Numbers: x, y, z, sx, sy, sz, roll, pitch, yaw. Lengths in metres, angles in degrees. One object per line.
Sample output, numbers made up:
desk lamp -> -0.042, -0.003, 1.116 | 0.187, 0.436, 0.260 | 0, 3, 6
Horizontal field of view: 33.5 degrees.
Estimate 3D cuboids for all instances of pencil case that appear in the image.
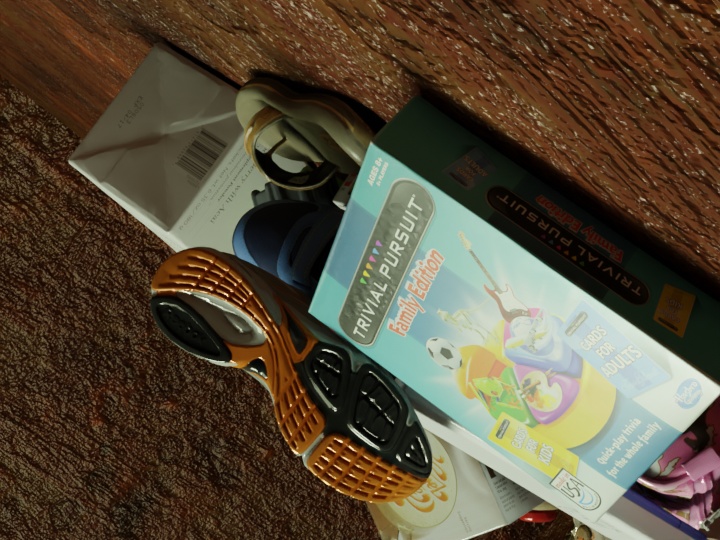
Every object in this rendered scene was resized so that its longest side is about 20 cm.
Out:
pencil case -> 0.198, 0.112, 0.760 | 0.086, 0.083, 0.200 | 20, 167, 22

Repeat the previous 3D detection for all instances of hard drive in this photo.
hard drive -> 0.110, 0.123, 0.767 | 0.199, 0.025, 0.132 | 31, 171, 1

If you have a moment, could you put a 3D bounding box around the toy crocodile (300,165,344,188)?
toy crocodile -> 0.000, -0.028, 0.970 | 0.067, 0.062, 0.200 | 31, 168, 32

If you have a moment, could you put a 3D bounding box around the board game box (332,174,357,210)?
board game box -> 0.082, 0.004, 0.822 | 0.200, 0.035, 0.126 | 39, 174, -21

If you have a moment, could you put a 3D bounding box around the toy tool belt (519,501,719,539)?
toy tool belt -> 0.210, 0.215, 0.936 | 0.198, 0.124, 0.125 | 2, 179, -11

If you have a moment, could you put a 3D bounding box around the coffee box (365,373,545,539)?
coffee box -> 0.044, 0.104, 0.903 | 0.080, 0.114, 0.201 | -12, -103, -55

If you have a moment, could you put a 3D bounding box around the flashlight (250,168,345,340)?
flashlight -> -0.029, 0.033, 0.855 | 0.068, 0.067, 0.201 | -21, 86, 42

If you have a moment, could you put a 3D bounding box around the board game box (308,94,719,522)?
board game box -> 0.077, 0.026, 0.620 | 0.199, 0.047, 0.151 | 35, 143, 10

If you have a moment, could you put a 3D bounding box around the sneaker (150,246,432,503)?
sneaker -> -0.030, 0.053, 0.726 | 0.200, 0.076, 0.092 | 43, -166, 3

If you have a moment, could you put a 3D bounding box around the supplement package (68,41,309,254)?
supplement package -> -0.118, -0.069, 0.982 | 0.119, 0.122, 0.200 | 33, 173, 26

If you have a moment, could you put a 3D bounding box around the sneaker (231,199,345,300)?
sneaker -> 0.000, 0.000, 0.761 | 0.199, 0.074, 0.082 | 24, 170, 22

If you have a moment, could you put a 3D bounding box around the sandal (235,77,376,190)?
sandal -> -0.041, -0.080, 0.778 | 0.080, 0.054, 0.200 | 40, 174, -27
